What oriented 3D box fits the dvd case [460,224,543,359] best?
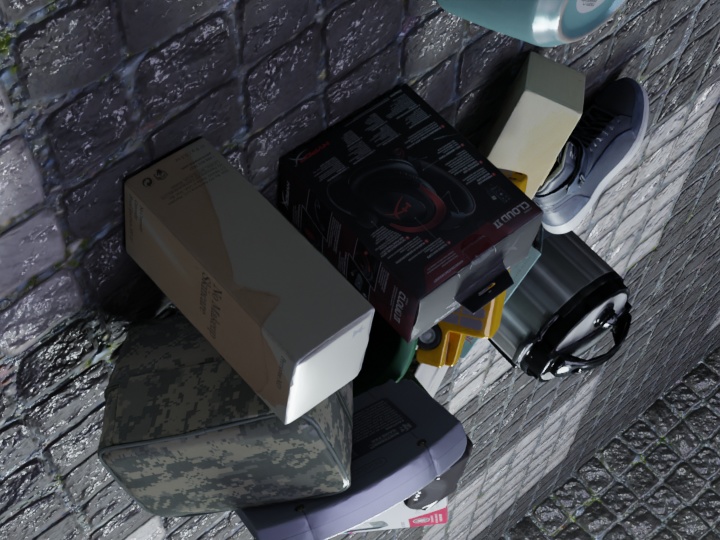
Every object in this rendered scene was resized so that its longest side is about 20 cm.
[{"bbox_3d":[0.157,0.015,1.469,0.146,0.022,0.200,-55,178,13],"label":"dvd case"}]

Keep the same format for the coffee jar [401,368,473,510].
[{"bbox_3d":[0.028,0.147,1.334,0.085,0.200,0.104,-31,155,-23],"label":"coffee jar"}]

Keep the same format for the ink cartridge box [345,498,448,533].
[{"bbox_3d":[-0.004,0.238,1.455,0.199,0.086,0.148,-8,155,2],"label":"ink cartridge box"}]

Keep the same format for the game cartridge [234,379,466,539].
[{"bbox_3d":[-0.015,0.168,1.121,0.199,0.133,0.042,-26,121,-15],"label":"game cartridge"}]

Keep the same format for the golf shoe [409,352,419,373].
[{"bbox_3d":[0.029,0.086,1.524,0.095,0.078,0.200,-63,161,16],"label":"golf shoe"}]

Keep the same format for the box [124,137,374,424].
[{"bbox_3d":[-0.086,0.006,0.970,0.078,0.200,0.095,-33,154,-28],"label":"box"}]

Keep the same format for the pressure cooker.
[{"bbox_3d":[0.237,0.043,1.630,0.176,0.200,0.179,-46,160,1],"label":"pressure cooker"}]

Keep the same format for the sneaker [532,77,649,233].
[{"bbox_3d":[0.249,-0.153,1.464,0.203,0.077,0.146,-59,146,-6],"label":"sneaker"}]

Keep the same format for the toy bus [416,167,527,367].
[{"bbox_3d":[0.108,-0.002,1.290,0.065,0.078,0.201,-38,139,-71],"label":"toy bus"}]

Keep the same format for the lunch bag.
[{"bbox_3d":[-0.102,0.097,1.073,0.199,0.168,0.140,-12,141,14],"label":"lunch bag"}]

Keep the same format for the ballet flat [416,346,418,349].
[{"bbox_3d":[0.082,0.047,1.386,0.200,0.070,0.069,-42,164,35],"label":"ballet flat"}]

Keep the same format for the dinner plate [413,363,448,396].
[{"bbox_3d":[0.077,0.134,1.537,0.201,0.024,0.200,-60,169,-19],"label":"dinner plate"}]

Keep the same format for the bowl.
[{"bbox_3d":[0.166,-0.264,1.067,0.201,0.105,0.201,-37,157,-19],"label":"bowl"}]

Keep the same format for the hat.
[{"bbox_3d":[-0.040,0.035,1.253,0.166,0.200,0.176,-57,-158,7],"label":"hat"}]

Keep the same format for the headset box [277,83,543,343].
[{"bbox_3d":[0.047,-0.045,1.121,0.148,0.200,0.075,-35,157,-25],"label":"headset box"}]

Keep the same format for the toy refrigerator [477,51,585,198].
[{"bbox_3d":[0.160,-0.116,1.338,0.076,0.070,0.200,-75,-171,-50],"label":"toy refrigerator"}]
